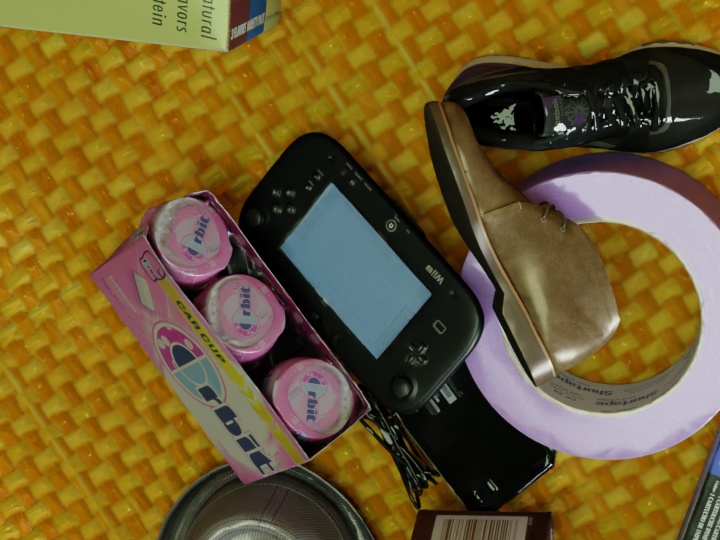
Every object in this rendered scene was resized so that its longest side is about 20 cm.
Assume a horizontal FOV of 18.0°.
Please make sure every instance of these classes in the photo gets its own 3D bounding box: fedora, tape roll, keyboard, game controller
[{"bbox_3d":[-0.076,0.238,1.644,0.176,0.090,0.201,22,108,6],"label":"fedora"},{"bbox_3d":[0.167,0.024,1.547,0.199,0.066,0.201,3,105,11],"label":"tape roll"},{"bbox_3d":[0.042,0.086,1.615,0.104,0.040,0.200,-36,94,-5],"label":"keyboard"},{"bbox_3d":[0.000,0.000,1.554,0.200,0.042,0.104,48,121,21],"label":"game controller"}]

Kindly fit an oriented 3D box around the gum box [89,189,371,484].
[{"bbox_3d":[-0.095,0.043,1.579,0.200,0.066,0.113,53,152,-5],"label":"gum box"}]

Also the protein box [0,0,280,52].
[{"bbox_3d":[-0.159,-0.261,1.505,0.199,0.135,0.199,7,106,11],"label":"protein box"}]

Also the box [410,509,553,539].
[{"bbox_3d":[0.089,0.271,1.606,0.100,0.075,0.201,0,118,11],"label":"box"}]

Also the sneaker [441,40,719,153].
[{"bbox_3d":[0.152,-0.104,1.502,0.199,0.088,0.076,-4,104,14],"label":"sneaker"}]

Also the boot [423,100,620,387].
[{"bbox_3d":[0.103,-0.029,1.486,0.075,0.074,0.201,-27,102,0],"label":"boot"}]

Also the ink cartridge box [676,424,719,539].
[{"bbox_3d":[0.279,0.155,1.567,0.094,0.044,0.201,19,108,5],"label":"ink cartridge box"}]
